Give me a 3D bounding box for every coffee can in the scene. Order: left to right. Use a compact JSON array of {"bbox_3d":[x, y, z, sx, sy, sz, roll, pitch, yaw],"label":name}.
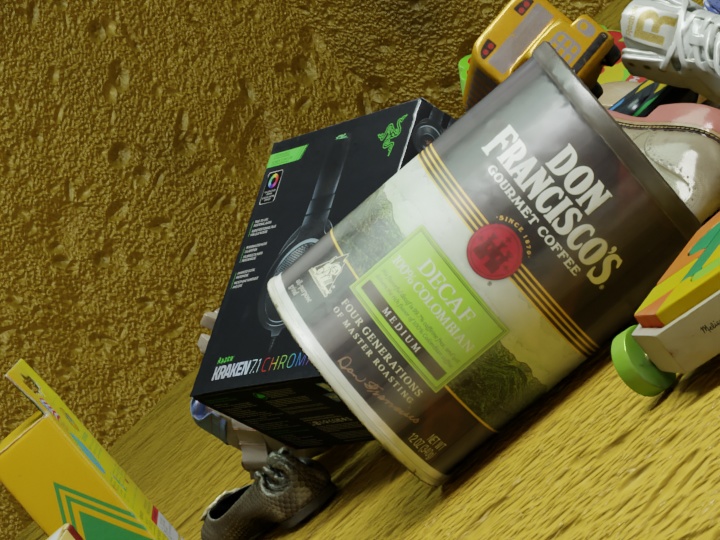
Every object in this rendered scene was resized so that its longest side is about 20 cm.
[{"bbox_3d":[0.071,-0.003,1.269,0.200,0.146,0.146,-41,4,7],"label":"coffee can"}]

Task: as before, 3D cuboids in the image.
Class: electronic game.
[{"bbox_3d":[0.154,-0.077,1.612,0.200,0.042,0.200,-40,5,4],"label":"electronic game"}]

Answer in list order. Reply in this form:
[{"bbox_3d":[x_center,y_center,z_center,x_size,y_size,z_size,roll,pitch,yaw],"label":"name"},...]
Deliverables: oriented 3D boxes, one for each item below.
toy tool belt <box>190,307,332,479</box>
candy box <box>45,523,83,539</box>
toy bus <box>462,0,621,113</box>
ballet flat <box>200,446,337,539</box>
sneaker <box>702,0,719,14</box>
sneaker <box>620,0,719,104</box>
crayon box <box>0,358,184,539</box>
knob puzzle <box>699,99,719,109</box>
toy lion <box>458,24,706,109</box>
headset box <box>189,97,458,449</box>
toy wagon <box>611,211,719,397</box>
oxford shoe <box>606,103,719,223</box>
[{"bbox_3d":[-0.076,0.080,1.666,0.200,0.122,0.125,7,-74,-80],"label":"toy tool belt"},{"bbox_3d":[-0.200,0.248,1.294,0.200,0.117,0.056,-40,4,4],"label":"candy box"},{"bbox_3d":[0.116,-0.129,1.563,0.065,0.078,0.200,-48,-5,-6],"label":"toy bus"},{"bbox_3d":[-0.070,0.154,1.609,0.067,0.046,0.200,-41,4,-22],"label":"ballet flat"},{"bbox_3d":[0.271,-0.170,1.652,0.115,0.080,0.199,-55,-13,19],"label":"sneaker"},{"bbox_3d":[0.214,-0.133,1.453,0.200,0.115,0.074,-1,-70,-89],"label":"sneaker"},{"bbox_3d":[-0.163,0.147,1.451,0.051,0.200,0.127,-40,3,-2],"label":"crayon box"},{"bbox_3d":[0.149,-0.026,1.621,0.219,0.030,0.220,-41,5,4],"label":"knob puzzle"},{"bbox_3d":[0.159,-0.142,1.827,0.191,0.069,0.200,4,29,26],"label":"toy lion"},{"bbox_3d":[0.000,0.000,1.489,0.174,0.093,0.201,-11,56,56],"label":"headset box"},{"bbox_3d":[0.194,-0.021,1.067,0.155,0.040,0.200,-37,5,38],"label":"toy wagon"},{"bbox_3d":[0.146,-0.053,1.432,0.200,0.070,0.075,-8,41,54],"label":"oxford shoe"}]
